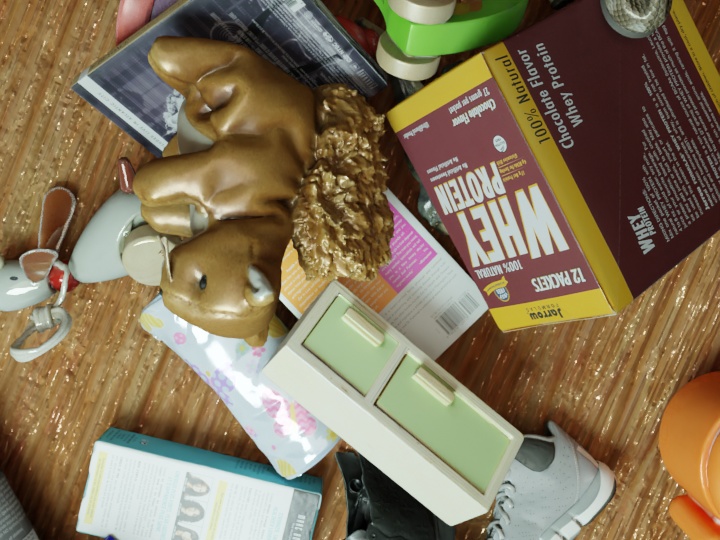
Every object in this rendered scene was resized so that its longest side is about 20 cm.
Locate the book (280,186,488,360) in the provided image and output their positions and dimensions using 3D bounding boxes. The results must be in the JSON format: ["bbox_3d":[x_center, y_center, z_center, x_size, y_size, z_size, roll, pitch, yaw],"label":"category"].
[{"bbox_3d":[0.000,0.000,0.787,0.133,0.048,0.200,-43,96,1],"label":"book"}]

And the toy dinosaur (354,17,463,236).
[{"bbox_3d":[0.067,-0.133,0.779,0.087,0.047,0.202,-19,92,7],"label":"toy dinosaur"}]

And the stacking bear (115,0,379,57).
[{"bbox_3d":[-0.085,-0.192,0.741,0.198,0.114,0.123,20,94,-7],"label":"stacking bear"}]

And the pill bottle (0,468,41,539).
[{"bbox_3d":[-0.349,0.197,0.761,0.110,0.111,0.202,-27,95,1],"label":"pill bottle"}]

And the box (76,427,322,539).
[{"bbox_3d":[-0.137,0.203,0.797,0.198,0.049,0.083,14,95,-2],"label":"box"}]

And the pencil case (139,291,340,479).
[{"bbox_3d":[-0.094,0.080,0.772,0.091,0.083,0.200,-42,95,2],"label":"pencil case"}]

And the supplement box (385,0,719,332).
[{"bbox_3d":[0.166,-0.092,0.698,0.199,0.132,0.199,-33,97,-28],"label":"supplement box"}]

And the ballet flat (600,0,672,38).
[{"bbox_3d":[0.178,-0.258,0.643,0.066,0.046,0.202,-5,70,-12],"label":"ballet flat"}]

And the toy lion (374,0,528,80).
[{"bbox_3d":[0.061,-0.246,0.703,0.190,0.069,0.201,-20,56,-25],"label":"toy lion"}]

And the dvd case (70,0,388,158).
[{"bbox_3d":[-0.100,-0.145,0.704,0.199,0.016,0.148,-26,135,27],"label":"dvd case"}]

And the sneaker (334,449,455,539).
[{"bbox_3d":[0.025,0.242,0.756,0.103,0.201,0.060,22,136,-19],"label":"sneaker"}]

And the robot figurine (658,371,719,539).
[{"bbox_3d":[0.312,0.148,0.728,0.142,0.200,0.118,-21,95,0],"label":"robot figurine"}]

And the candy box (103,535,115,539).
[{"bbox_3d":[-0.266,0.334,0.725,0.077,0.169,0.200,44,108,-3],"label":"candy box"}]

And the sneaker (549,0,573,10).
[{"bbox_3d":[0.197,-0.287,0.715,0.200,0.077,0.089,-43,106,-34],"label":"sneaker"}]

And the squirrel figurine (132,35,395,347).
[{"bbox_3d":[-0.062,-0.044,0.658,0.197,0.142,0.189,2,62,-15],"label":"squirrel figurine"}]

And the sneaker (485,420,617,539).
[{"bbox_3d":[0.118,0.211,0.791,0.200,0.075,0.116,-43,87,-17],"label":"sneaker"}]

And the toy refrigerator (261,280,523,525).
[{"bbox_3d":[0.027,0.105,0.725,0.199,0.070,0.076,40,56,-3],"label":"toy refrigerator"}]

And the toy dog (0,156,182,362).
[{"bbox_3d":[-0.227,-0.030,0.746,0.199,0.132,0.097,-30,124,-7],"label":"toy dog"}]
